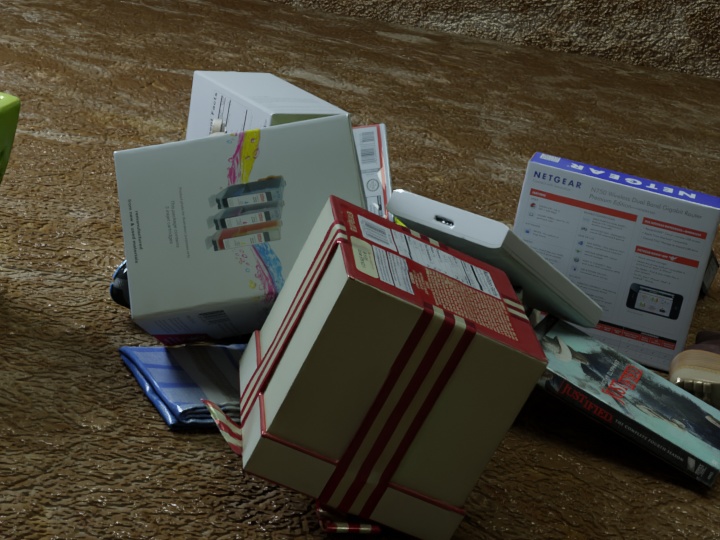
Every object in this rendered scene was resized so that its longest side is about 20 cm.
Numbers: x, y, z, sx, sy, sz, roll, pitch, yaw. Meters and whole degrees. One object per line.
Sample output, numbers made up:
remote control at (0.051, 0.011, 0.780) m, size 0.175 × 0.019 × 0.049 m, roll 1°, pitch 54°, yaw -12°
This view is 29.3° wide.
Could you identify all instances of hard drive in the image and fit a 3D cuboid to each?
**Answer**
hard drive at (0.125, -0.009, 1.260) m, size 0.132 × 0.026 × 0.200 m, roll 22°, pitch -9°, yaw 39°

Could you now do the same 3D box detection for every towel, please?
towel at (-0.088, 0.092, 1.164) m, size 0.199 × 0.024 × 0.147 m, roll 1°, pitch 21°, yaw -28°

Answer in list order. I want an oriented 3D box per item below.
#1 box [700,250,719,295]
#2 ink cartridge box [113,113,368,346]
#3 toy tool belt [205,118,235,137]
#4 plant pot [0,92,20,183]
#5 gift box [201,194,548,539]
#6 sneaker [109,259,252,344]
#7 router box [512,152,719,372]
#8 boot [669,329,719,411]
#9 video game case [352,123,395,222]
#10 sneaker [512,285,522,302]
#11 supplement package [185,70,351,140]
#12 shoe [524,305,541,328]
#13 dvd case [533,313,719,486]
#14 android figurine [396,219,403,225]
box at (0.329, -0.046, 1.632) m, size 0.160 × 0.044 × 0.200 m, roll 23°, pitch -10°, yaw 30°
ink cartridge box at (-0.088, -0.029, 1.157) m, size 0.199 × 0.146 × 0.145 m, roll -8°, pitch -13°, yaw 1°
toy tool belt at (-0.124, -0.109, 1.489) m, size 0.124 × 0.124 × 0.200 m, roll 4°, pitch 20°, yaw -22°
plant pot at (-0.423, -0.067, 1.178) m, size 0.198 × 0.182 × 0.200 m, roll 13°, pitch 19°, yaw 5°
gift box at (-0.001, 0.071, 1.010) m, size 0.199 × 0.187 × 0.185 m, roll 24°, pitch 19°, yaw -10°
sneaker at (-0.129, 0.022, 1.265) m, size 0.198 × 0.071 × 0.083 m, roll 11°, pitch 12°, yaw -10°
router box at (0.251, -0.008, 1.411) m, size 0.199 × 0.180 × 0.049 m, roll 16°, pitch 20°, yaw 12°
boot at (0.403, 0.107, 1.329) m, size 0.199 × 0.073 × 0.166 m, roll 15°, pitch 21°, yaw 22°
video game case at (-0.070, -0.072, 1.280) m, size 0.199 × 0.017 × 0.144 m, roll -6°, pitch 50°, yaw 2°
sneaker at (0.094, 0.077, 1.205) m, size 0.078 × 0.091 × 0.200 m, roll -4°, pitch 23°, yaw 29°
supplement package at (-0.122, -0.171, 1.754) m, size 0.121 × 0.120 × 0.200 m, roll -4°, pitch 24°, yaw -35°
shoe at (0.115, 0.066, 1.310) m, size 0.070 × 0.054 × 0.200 m, roll 23°, pitch 22°, yaw 31°
dvd case at (0.234, 0.110, 1.225) m, size 0.199 × 0.022 × 0.146 m, roll 30°, pitch 19°, yaw 13°
android figurine at (-0.019, -0.073, 1.586) m, size 0.199 × 0.041 × 0.182 m, roll 25°, pitch 6°, yaw 2°
